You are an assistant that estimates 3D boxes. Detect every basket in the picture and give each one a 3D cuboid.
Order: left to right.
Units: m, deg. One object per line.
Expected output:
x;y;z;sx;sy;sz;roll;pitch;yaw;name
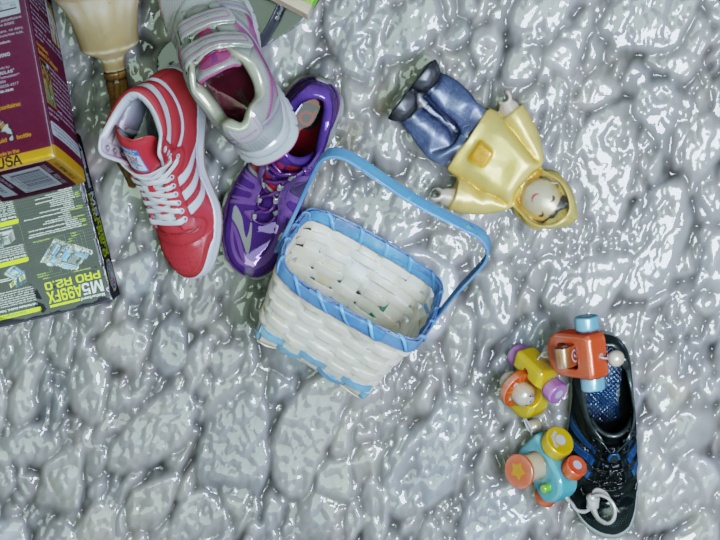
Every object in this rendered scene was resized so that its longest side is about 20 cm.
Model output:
0.000;0.000;1.650;0.176;0.139;0.200;32;127;-6;basket

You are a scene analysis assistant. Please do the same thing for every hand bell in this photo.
-0.224;-0.175;1.680;0.103;0.104;0.202;-9;110;2;hand bell

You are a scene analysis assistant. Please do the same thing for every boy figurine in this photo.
0.117;-0.101;1.686;0.200;0.064;0.124;42;94;-2;boy figurine

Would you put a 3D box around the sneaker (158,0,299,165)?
-0.123;-0.193;1.611;0.081;0.088;0.201;-32;79;6;sneaker

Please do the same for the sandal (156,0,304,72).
-0.104;-0.234;1.679;0.076;0.043;0.200;44;96;-5;sandal

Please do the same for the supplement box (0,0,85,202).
-0.317;-0.176;1.630;0.085;0.110;0.202;-13;80;3;supplement box

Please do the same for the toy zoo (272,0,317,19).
-0.058;-0.347;1.652;0.130;0.020;0.201;28;84;5;toy zoo

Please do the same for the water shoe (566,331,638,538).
0.227;0.161;1.711;0.071;0.079;0.202;-6;98;2;water shoe

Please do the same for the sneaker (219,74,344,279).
-0.079;-0.088;1.679;0.080;0.083;0.202;20;99;-2;sneaker

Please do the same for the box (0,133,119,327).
-0.343;-0.029;1.710;0.198;0.044;0.162;-14;98;3;box

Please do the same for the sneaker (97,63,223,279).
-0.182;-0.080;1.654;0.071;0.112;0.202;1;105;23;sneaker

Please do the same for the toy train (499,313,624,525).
0.179;0.138;1.677;0.055;0.150;0.202;-12;104;-33;toy train
